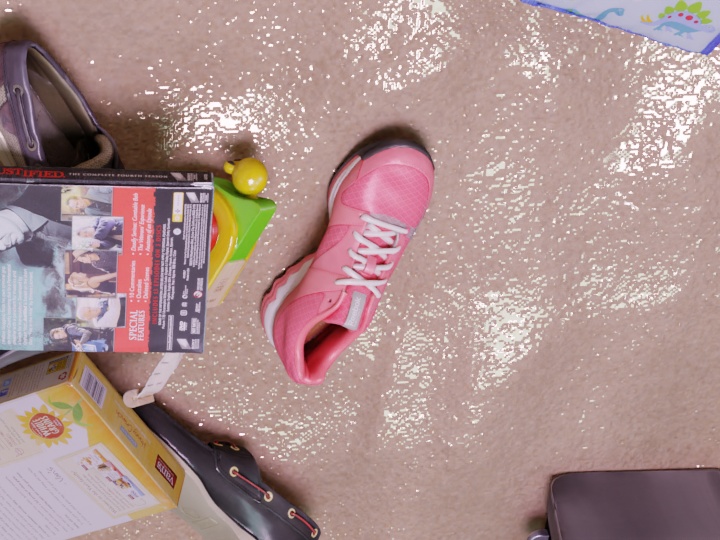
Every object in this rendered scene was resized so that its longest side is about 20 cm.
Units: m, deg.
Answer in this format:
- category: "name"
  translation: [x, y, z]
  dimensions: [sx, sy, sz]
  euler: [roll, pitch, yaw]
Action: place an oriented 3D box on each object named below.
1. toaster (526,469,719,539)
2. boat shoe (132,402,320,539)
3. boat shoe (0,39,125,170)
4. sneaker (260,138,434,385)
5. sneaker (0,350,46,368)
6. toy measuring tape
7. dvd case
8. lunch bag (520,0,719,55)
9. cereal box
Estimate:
- category: "toaster"
  translation: [0.228, 0.259, 1.936]
  dimensions: [0.198, 0.119, 0.182]
  euler: [-1, 127, -9]
- category: "boat shoe"
  translation: [-0.112, 0.160, 1.837]
  dimensions: [0.201, 0.063, 0.073]
  euler: [45, 151, -21]
- category: "boat shoe"
  translation: [-0.191, -0.068, 1.620]
  dimensions: [0.065, 0.072, 0.201]
  euler: [-10, 120, 43]
- category: "sneaker"
  translation: [0.000, 0.000, 1.722]
  dimensions: [0.073, 0.087, 0.201]
  euler: [18, 121, -24]
- category: "sneaker"
  translation: [-0.259, 0.012, 1.690]
  dimensions: [0.198, 0.076, 0.115]
  euler: [-18, 126, -1]
- category: "toy measuring tape"
  translation: [-0.127, 0.000, 1.702]
  dimensions: [0.073, 0.074, 0.201]
  euler: [23, 112, -25]
- category: "dvd case"
  translation: [-0.199, -0.006, 1.616]
  dimensions: [0.198, 0.022, 0.147]
  euler: [0, 129, -7]
- category: "lunch bag"
  translation: [0.192, -0.247, 1.553]
  dimensions: [0.169, 0.128, 0.201]
  euler: [15, 112, -21]
- category: "cereal box"
  translation: [-0.248, 0.140, 1.773]
  dimensions: [0.199, 0.040, 0.144]
  euler: [-17, 129, 25]
